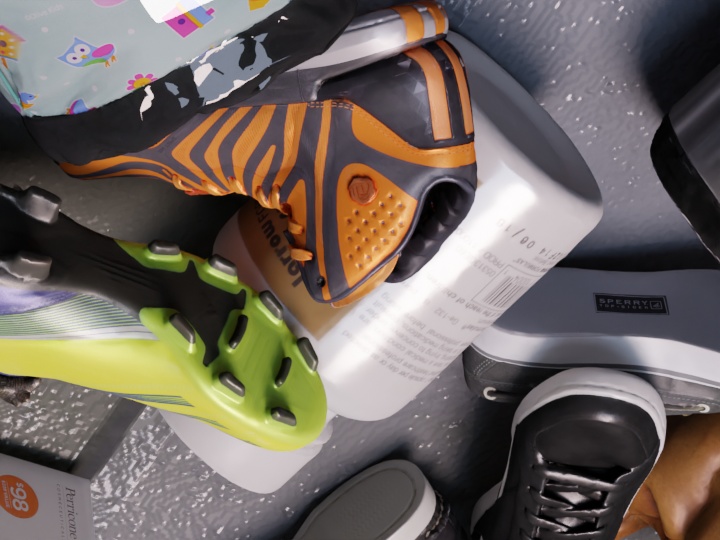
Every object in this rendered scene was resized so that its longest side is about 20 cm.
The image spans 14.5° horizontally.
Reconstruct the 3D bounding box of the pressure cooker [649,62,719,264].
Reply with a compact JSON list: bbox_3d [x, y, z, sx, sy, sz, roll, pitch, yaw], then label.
[{"bbox_3d":[0.248,-0.063,1.245,0.200,0.179,0.176,-42,168,15],"label":"pressure cooker"}]

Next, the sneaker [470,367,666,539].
[{"bbox_3d":[0.096,0.135,1.338,0.073,0.112,0.200,10,150,-6],"label":"sneaker"}]

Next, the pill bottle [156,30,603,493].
[{"bbox_3d":[0.000,0.000,1.241,0.200,0.115,0.114,-44,128,16],"label":"pill bottle"}]

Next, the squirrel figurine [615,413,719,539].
[{"bbox_3d":[0.223,0.131,1.376,0.141,0.187,0.200,18,119,-30],"label":"squirrel figurine"}]

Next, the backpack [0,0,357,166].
[{"bbox_3d":[-0.100,-0.148,1.053,0.166,0.127,0.200,-29,124,6],"label":"backpack"}]

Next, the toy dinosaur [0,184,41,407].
[{"bbox_3d":[-0.206,0.043,1.211,0.200,0.077,0.102,-47,124,-9],"label":"toy dinosaur"}]

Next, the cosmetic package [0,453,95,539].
[{"bbox_3d":[-0.186,0.165,1.246,0.150,0.201,0.052,21,131,-33],"label":"cosmetic package"}]

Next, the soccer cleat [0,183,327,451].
[{"bbox_3d":[-0.106,0.024,1.166,0.199,0.065,0.084,27,138,-21],"label":"soccer cleat"}]

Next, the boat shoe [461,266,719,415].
[{"bbox_3d":[0.145,0.039,1.342,0.199,0.069,0.057,7,131,-1],"label":"boat shoe"}]

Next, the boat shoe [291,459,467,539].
[{"bbox_3d":[-0.036,0.173,1.397,0.200,0.074,0.060,-38,125,1],"label":"boat shoe"}]

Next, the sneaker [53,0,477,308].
[{"bbox_3d":[-0.040,-0.035,1.158,0.199,0.113,0.077,-12,-175,36],"label":"sneaker"}]
